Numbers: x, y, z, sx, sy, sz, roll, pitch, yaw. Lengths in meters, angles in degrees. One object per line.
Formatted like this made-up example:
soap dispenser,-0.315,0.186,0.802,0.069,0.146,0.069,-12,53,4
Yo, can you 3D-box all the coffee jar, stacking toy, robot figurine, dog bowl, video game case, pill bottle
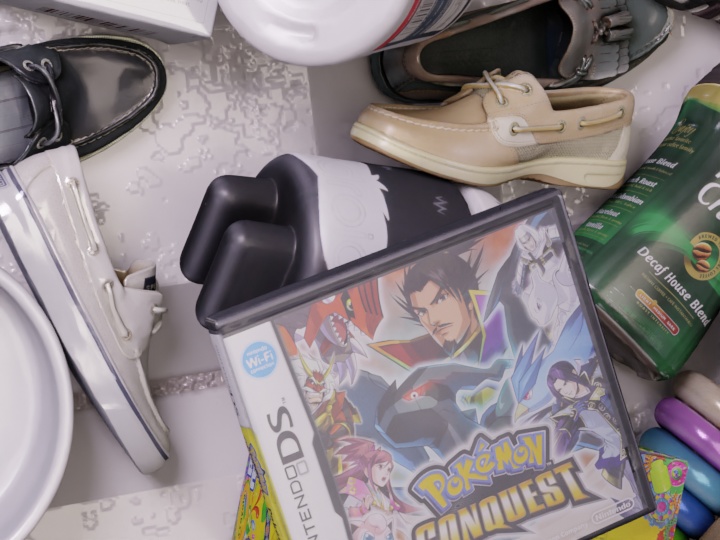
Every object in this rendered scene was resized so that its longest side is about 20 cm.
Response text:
coffee jar,0.211,-0.037,1.236,0.104,0.085,0.200,43,81,-17
stacking toy,0.178,0.164,1.253,0.085,0.085,0.200,39,90,-16
robot figurine,0.000,0.002,1.131,0.198,0.125,0.152,7,75,-27
dog bowl,-0.263,0.077,1.099,0.198,0.079,0.202,-2,95,-18
video game case,0.040,0.076,1.022,0.198,0.025,0.182,-21,99,-15
pill bottle,0.005,-0.180,1.094,0.118,0.200,0.121,4,102,19

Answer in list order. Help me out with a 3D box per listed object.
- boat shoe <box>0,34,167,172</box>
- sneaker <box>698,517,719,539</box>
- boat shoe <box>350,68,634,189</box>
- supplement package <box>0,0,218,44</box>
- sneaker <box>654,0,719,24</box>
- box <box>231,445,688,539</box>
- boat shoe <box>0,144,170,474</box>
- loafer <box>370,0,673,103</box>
boat shoe,-0.199,-0.089,1.112,0.197,0.066,0.075,-11,96,-17
sneaker,0.218,0.215,1.216,0.200,0.071,0.076,-40,64,-12
boat shoe,0.082,-0.089,1.166,0.199,0.072,0.066,3,108,-35
supplement package,-0.128,-0.237,1.096,0.116,0.117,0.202,12,91,-17
sneaker,0.258,-0.205,1.248,0.199,0.075,0.117,22,64,-34
box,0.050,0.137,1.143,0.198,0.192,0.123,12,90,-17
boat shoe,-0.143,0.021,1.129,0.069,0.071,0.201,-28,109,-12
loafer,0.108,-0.136,1.207,0.198,0.063,0.073,-13,98,-16
